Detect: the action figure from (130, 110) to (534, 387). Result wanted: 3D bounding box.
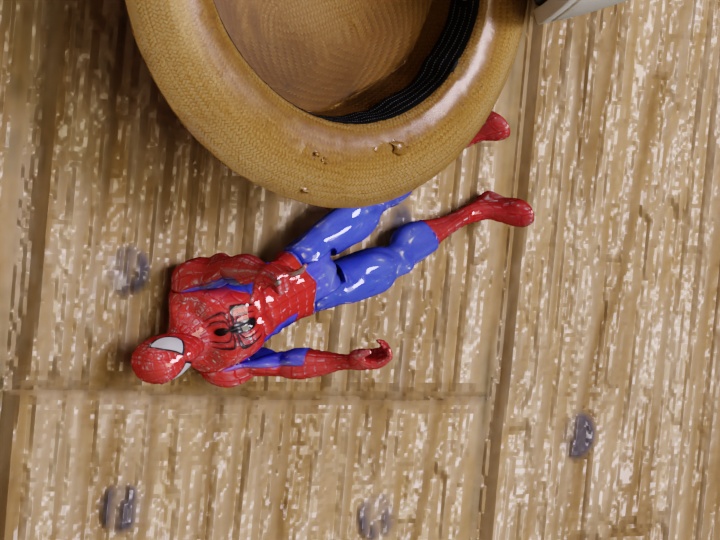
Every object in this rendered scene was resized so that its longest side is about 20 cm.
[{"bbox_3d":[0.000,0.000,1.111,0.200,0.099,0.065,-29,112,-27],"label":"action figure"}]

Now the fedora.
[{"bbox_3d":[-0.025,-0.123,1.081,0.200,0.082,0.201,-5,99,-35],"label":"fedora"}]

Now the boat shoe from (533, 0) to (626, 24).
[{"bbox_3d":[0.099,-0.141,1.121,0.073,0.200,0.062,-18,93,5],"label":"boat shoe"}]
